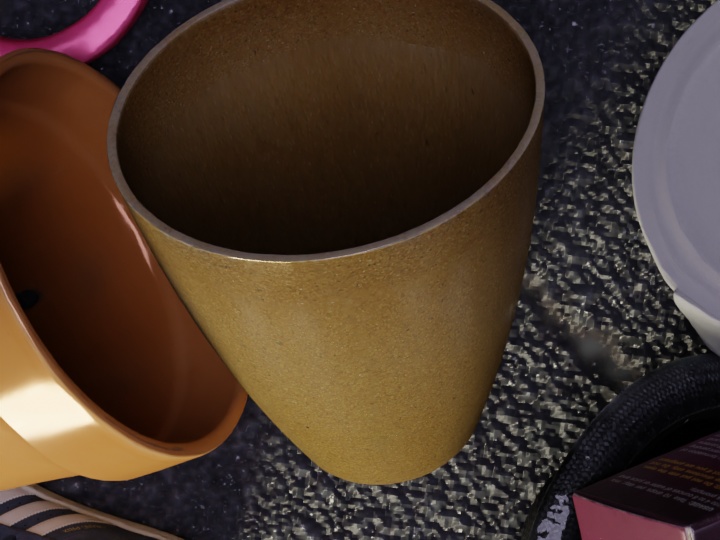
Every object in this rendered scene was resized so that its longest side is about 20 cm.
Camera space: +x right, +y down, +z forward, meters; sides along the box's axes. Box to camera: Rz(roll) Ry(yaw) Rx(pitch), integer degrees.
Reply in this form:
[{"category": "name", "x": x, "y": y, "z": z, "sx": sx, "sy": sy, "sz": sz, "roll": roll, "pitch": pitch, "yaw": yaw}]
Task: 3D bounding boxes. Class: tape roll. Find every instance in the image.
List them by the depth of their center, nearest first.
[{"category": "tape roll", "x": 0.225, "y": -0.043, "z": 0.849, "sx": 0.202, "sy": 0.071, "sz": 0.203, "roll": -10, "pitch": 65, "yaw": 21}]

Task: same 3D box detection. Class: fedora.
[{"category": "fedora", "x": 0.137, "y": 0.134, "z": 0.916, "sx": 0.200, "sy": 0.092, "sz": 0.202, "roll": -3, "pitch": 97, "yaw": -28}]

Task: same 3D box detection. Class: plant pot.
[{"category": "plant pot", "x": 0.000, "y": 0.000, "z": 0.859, "sx": 0.185, "sy": 0.187, "sz": 0.201, "roll": -9, "pitch": 133, "yaw": 4}, {"category": "plant pot", "x": -0.164, "y": 0.018, "z": 0.877, "sx": 0.140, "sy": 0.200, "sz": 0.201, "roll": -26, "pitch": 99, "yaw": 22}]

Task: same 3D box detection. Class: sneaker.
[{"category": "sneaker", "x": -0.171, "y": 0.149, "z": 0.946, "sx": 0.199, "sy": 0.085, "sz": 0.075, "roll": 11, "pitch": 101, "yaw": 0}]

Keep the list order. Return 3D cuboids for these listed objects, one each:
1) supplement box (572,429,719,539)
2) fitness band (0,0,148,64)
[{"category": "supplement box", "x": 0.206, "y": 0.123, "z": 0.848, "sx": 0.199, "sy": 0.086, "sz": 0.111, "roll": -19, "pitch": 104, "yaw": -26}, {"category": "fitness band", "x": -0.154, "y": -0.190, "z": 0.907, "sx": 0.143, "sy": 0.037, "sz": 0.201, "roll": 23, "pitch": 101, "yaw": -3}]
